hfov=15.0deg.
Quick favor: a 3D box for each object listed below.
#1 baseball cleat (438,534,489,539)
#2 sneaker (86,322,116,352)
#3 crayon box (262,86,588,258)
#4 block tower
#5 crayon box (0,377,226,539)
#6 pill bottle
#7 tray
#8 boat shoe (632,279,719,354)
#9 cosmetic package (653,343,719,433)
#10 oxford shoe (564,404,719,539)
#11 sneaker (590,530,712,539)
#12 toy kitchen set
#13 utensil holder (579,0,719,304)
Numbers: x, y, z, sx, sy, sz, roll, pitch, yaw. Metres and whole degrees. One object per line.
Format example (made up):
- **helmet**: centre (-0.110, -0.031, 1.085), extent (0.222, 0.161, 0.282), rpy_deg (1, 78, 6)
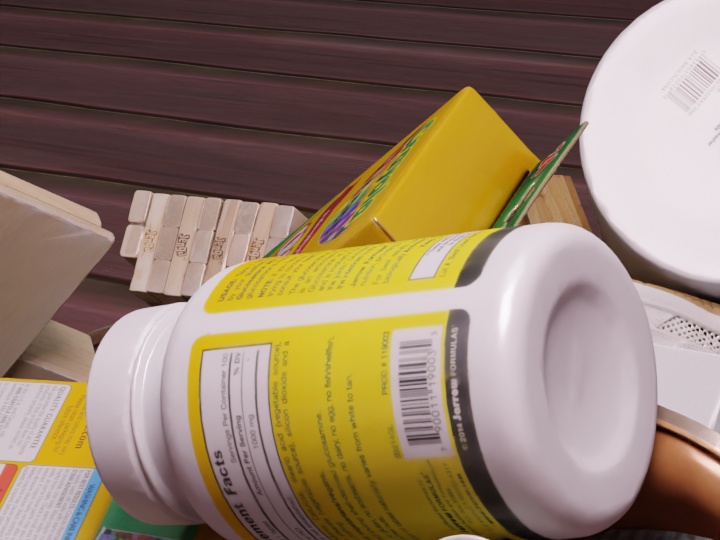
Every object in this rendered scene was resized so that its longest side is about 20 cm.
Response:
- **baseball cleat**: centre (0.065, 0.131, 0.969), extent (0.199, 0.107, 0.070), rpy_deg (-19, 54, -35)
- **sneaker**: centre (-0.104, 0.070, 1.364), extent (0.075, 0.071, 0.199), rpy_deg (-14, 16, -40)
- **crayon box**: centre (0.000, 0.000, 1.178), extent (0.200, 0.051, 0.127), rpy_deg (-39, 9, 35)
- **block tower**: centre (-0.018, 0.002, 1.340), extent (0.199, 0.054, 0.058), rpy_deg (5, -17, 27)
- **crayon box**: centre (-0.112, 0.106, 1.126), extent (0.199, 0.052, 0.126), rpy_deg (2, 41, 19)
- **pill bottle**: centre (0.000, 0.047, 1.015), extent (0.199, 0.113, 0.112), rpy_deg (-6, 8, 34)
- **tray**: centre (0.108, 0.014, 1.513), extent (0.037, 0.099, 0.200), rpy_deg (0, 12, -1)
- **boat shoe**: centre (0.145, 0.047, 1.352), extent (0.199, 0.070, 0.071), rpy_deg (13, -10, 0)
- **cosmetic package**: centre (0.119, 0.069, 1.231), extent (0.199, 0.052, 0.151), rpy_deg (9, -14, 42)
- **oxford shoe**: centre (0.079, 0.085, 1.056), extent (0.199, 0.071, 0.071), rpy_deg (9, 59, 41)
- **sneaker**: centre (0.060, 0.124, 1.136), extent (0.199, 0.074, 0.082), rpy_deg (-6, -25, 16)
- **toy kitchen set**: centre (-0.216, -0.032, 1.323), extent (0.199, 0.163, 0.181), rpy_deg (25, 30, -34)
- **utensil holder**: centre (0.203, -0.044, 1.434), extent (0.169, 0.171, 0.200), rpy_deg (0, -13, 10)
